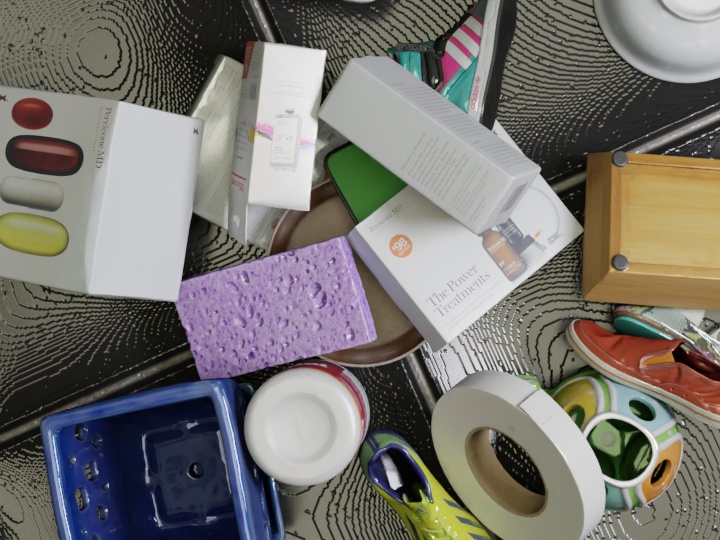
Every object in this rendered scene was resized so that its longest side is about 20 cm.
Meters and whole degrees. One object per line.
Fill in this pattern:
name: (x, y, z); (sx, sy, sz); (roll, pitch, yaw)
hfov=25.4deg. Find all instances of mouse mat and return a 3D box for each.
mouse mat: (0.071, -0.063, 1.659); (0.161, 0.008, 0.200); (-27, 86, -20)

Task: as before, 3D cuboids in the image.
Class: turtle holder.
turtle holder: (0.243, 0.158, 1.620); (0.141, 0.132, 0.186); (-33, 89, 4)

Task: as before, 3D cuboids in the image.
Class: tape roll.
tape roll: (0.156, 0.193, 1.601); (0.037, 0.203, 0.203); (-34, 88, -33)

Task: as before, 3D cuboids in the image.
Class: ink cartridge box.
ink cartridge box: (-0.100, -0.110, 1.694); (0.200, 0.057, 0.163); (28, 92, -18)
ink cartridge box: (-0.086, -0.127, 1.611); (0.067, 0.116, 0.201); (6, 97, -14)

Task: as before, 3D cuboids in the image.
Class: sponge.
sponge: (-0.091, 0.041, 1.635); (0.199, 0.030, 0.112); (-15, 94, 20)

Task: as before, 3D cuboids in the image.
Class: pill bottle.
pill bottle: (-0.049, 0.148, 1.603); (0.112, 0.200, 0.113); (0, 90, 4)

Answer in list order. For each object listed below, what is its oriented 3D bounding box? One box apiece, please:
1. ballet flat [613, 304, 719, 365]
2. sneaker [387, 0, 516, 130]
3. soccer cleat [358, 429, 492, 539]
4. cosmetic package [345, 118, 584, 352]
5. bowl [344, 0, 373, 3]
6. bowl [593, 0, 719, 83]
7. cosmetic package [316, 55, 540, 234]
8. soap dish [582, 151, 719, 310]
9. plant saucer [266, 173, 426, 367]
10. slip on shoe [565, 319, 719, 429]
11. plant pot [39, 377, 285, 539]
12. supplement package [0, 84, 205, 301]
ballet flat: (0.355, 0.077, 1.653); (0.200, 0.069, 0.071); (33, 74, -1)
sneaker: (0.091, -0.233, 1.657); (0.120, 0.084, 0.201); (7, 70, 18)
soccer cleat: (0.069, 0.249, 1.650); (0.065, 0.084, 0.200); (-41, 97, 0)
cosmetic package: (0.107, -0.037, 1.634); (0.200, 0.052, 0.151); (-39, 86, -20)
bowl: (-0.035, -0.386, 1.664); (0.199, 0.075, 0.200); (20, 91, 2)
bowl: (0.341, -0.295, 1.635); (0.200, 0.090, 0.202); (0, 91, 3)
cosmetic package: (0.067, -0.125, 1.561); (0.200, 0.101, 0.071); (38, 110, 13)
soap dish: (0.328, -0.043, 1.620); (0.199, 0.081, 0.158); (4, 74, 1)
plant saucer: (0.000, 0.000, 1.674); (0.199, 0.034, 0.201); (0, 90, -5)
slip on shoe: (0.300, 0.091, 1.599); (0.200, 0.074, 0.061); (26, 112, 22)
plant pot: (-0.186, 0.215, 1.614); (0.199, 0.180, 0.201); (-12, 88, 12)
supplement package: (-0.290, -0.078, 1.611); (0.199, 0.147, 0.192); (9, 91, 29)
